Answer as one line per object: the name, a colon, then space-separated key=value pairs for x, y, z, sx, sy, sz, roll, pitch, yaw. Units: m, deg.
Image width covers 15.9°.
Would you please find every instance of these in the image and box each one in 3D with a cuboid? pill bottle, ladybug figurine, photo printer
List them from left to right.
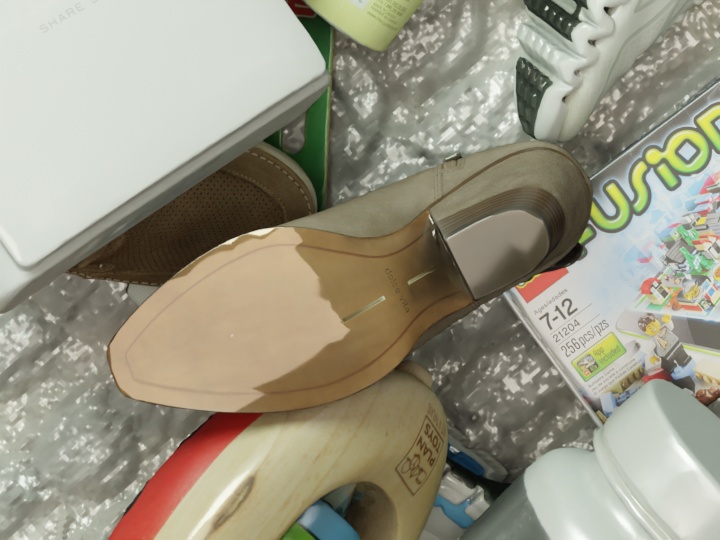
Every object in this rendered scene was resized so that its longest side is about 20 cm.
photo printer: x=-0.130 y=-0.108 z=0.970 sx=0.166 sy=0.069 sz=0.200 roll=-34 pitch=87 yaw=-26
ladybug figurine: x=-0.044 y=0.111 z=1.034 sx=0.072 sy=0.136 sz=0.200 roll=34 pitch=75 yaw=35
pill bottle: x=0.083 y=0.146 z=1.057 sx=0.113 sy=0.113 sz=0.200 roll=45 pitch=105 yaw=2

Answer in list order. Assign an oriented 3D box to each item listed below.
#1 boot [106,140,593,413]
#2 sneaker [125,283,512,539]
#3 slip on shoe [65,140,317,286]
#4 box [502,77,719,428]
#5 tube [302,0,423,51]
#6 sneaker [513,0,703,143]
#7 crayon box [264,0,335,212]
boot: x=0.000 y=0.000 z=1.037 sx=0.199 sy=0.146 sz=0.071 roll=-15 pitch=98 yaw=2
sneaker: x=-0.030 y=0.075 z=1.117 sx=0.200 sy=0.075 sz=0.087 roll=38 pitch=104 yaw=3
slip on shoe: x=-0.105 y=-0.026 z=1.035 sx=0.199 sy=0.061 sz=0.076 roll=13 pitch=116 yaw=-28
box: x=0.161 y=-0.021 z=1.098 sx=0.200 sy=0.035 sz=0.110 roll=-38 pitch=89 yaw=9
tube: x=0.048 y=-0.184 z=1.074 sx=0.052 sy=0.058 sz=0.200 roll=45 pitch=107 yaw=30
sneaker: x=0.131 y=-0.137 z=1.077 sx=0.081 sy=0.075 sz=0.201 roll=22 pitch=107 yaw=-22
crayon box: x=-0.113 y=-0.082 z=1.123 sx=0.199 sy=0.051 sz=0.128 roll=3 pitch=95 yaw=7
